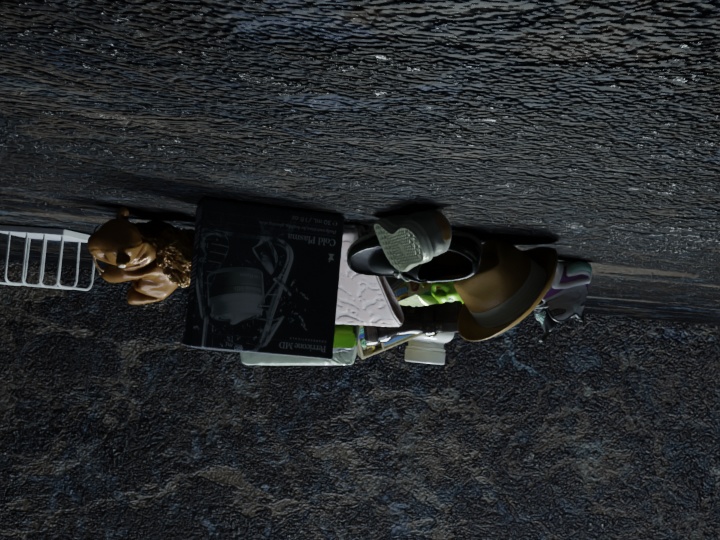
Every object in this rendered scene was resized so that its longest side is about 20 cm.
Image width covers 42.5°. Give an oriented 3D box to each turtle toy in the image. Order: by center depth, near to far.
[{"bbox_3d":[0.204,0.025,1.643,0.198,0.103,0.145,9,175,-41],"label":"turtle toy"}]

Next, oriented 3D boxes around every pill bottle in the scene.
[{"bbox_3d":[0.136,0.082,1.841,0.109,0.203,0.111,6,176,0],"label":"pill bottle"}]

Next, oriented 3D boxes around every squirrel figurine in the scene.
[{"bbox_3d":[-0.334,-0.036,1.484,0.197,0.144,0.187,0,164,12],"label":"squirrel figurine"}]

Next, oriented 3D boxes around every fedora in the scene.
[{"bbox_3d":[0.196,0.013,1.354,0.082,0.201,0.200,44,163,-16],"label":"fedora"}]

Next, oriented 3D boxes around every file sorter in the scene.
[{"bbox_3d":[-0.694,-0.026,2.022,0.197,0.127,0.139,4,176,19],"label":"file sorter"}]

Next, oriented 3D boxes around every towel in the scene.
[{"bbox_3d":[-0.045,0.009,1.447,0.198,0.193,0.032,2,-141,36],"label":"towel"}]

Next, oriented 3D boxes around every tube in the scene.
[{"bbox_3d":[0.160,0.073,1.702,0.198,0.059,0.052,14,-153,-29],"label":"tube"}]

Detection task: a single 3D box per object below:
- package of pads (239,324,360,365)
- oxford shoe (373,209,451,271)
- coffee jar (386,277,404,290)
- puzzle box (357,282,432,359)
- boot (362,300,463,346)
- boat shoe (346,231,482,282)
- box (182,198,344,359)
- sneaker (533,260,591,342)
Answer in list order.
[{"bbox_3d":[-0.099,0.105,1.595,0.197,0.069,0.155,1,-160,3],"label":"package of pads"},{"bbox_3d":[0.066,-0.042,1.180,0.057,0.076,0.200,-31,-173,-14],"label":"oxford shoe"},{"bbox_3d":[0.000,0.000,1.567,0.104,0.086,0.200,-35,-170,-18],"label":"coffee jar"},{"bbox_3d":[0.073,0.067,1.710,0.198,0.135,0.025,-21,-157,-16],"label":"puzzle box"},{"bbox_3d":[0.091,0.078,1.557,0.171,0.070,0.200,-8,-163,3],"label":"boot"},{"bbox_3d":[0.073,-0.017,1.315,0.197,0.073,0.068,0,-147,12],"label":"boat shoe"},{"bbox_3d":[-0.135,0.015,1.280,0.197,0.200,0.124,6,176,-14],"label":"box"},{"bbox_3d":[0.295,0.048,1.547,0.197,0.142,0.078,6,176,-14],"label":"sneaker"}]
